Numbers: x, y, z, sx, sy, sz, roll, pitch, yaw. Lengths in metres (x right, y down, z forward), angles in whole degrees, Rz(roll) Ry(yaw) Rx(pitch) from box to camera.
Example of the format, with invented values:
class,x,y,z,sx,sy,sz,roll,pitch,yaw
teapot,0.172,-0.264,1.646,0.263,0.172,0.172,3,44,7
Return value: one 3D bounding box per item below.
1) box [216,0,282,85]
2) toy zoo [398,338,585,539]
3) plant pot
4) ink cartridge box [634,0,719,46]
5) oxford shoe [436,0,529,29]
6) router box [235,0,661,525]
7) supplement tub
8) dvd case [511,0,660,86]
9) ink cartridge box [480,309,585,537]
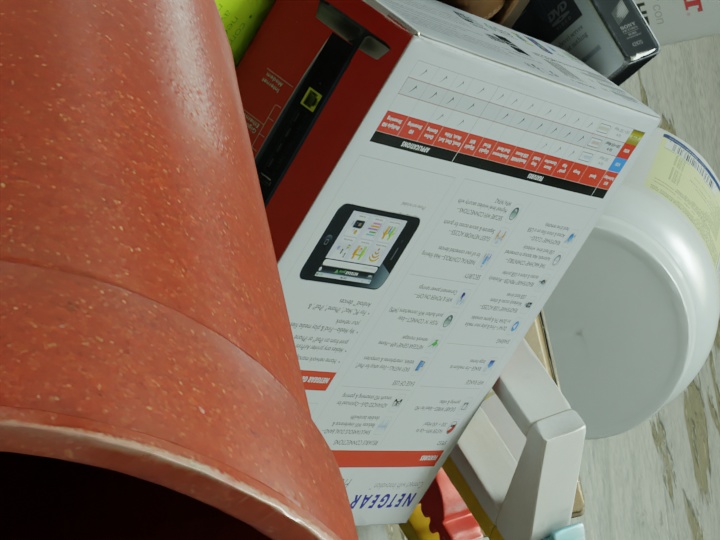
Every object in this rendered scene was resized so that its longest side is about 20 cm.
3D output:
class,x,y,z,sx,sy,sz,roll,pitch,yaw
box,-0.053,-0.031,0.825,0.048,0.122,0.200,38,2,26
toy zoo,0.031,0.052,0.993,0.200,0.020,0.132,57,-30,31
plant pot,-0.096,0.023,0.549,0.201,0.200,0.196,63,14,-45
ink cartridge box,0.090,-0.195,1.314,0.146,0.199,0.148,-69,145,-62
oxford shoe,0.026,-0.115,0.867,0.200,0.071,0.072,153,-74,-65
router box,0.000,0.000,0.840,0.180,0.049,0.200,-58,154,11
supplement tub,0.136,0.004,1.447,0.200,0.144,0.146,-55,132,-69
dvd case,0.018,-0.131,0.980,0.025,0.150,0.201,-22,78,-40
ink cartridge box,0.033,0.006,1.129,0.165,0.075,0.201,-119,-164,-82
